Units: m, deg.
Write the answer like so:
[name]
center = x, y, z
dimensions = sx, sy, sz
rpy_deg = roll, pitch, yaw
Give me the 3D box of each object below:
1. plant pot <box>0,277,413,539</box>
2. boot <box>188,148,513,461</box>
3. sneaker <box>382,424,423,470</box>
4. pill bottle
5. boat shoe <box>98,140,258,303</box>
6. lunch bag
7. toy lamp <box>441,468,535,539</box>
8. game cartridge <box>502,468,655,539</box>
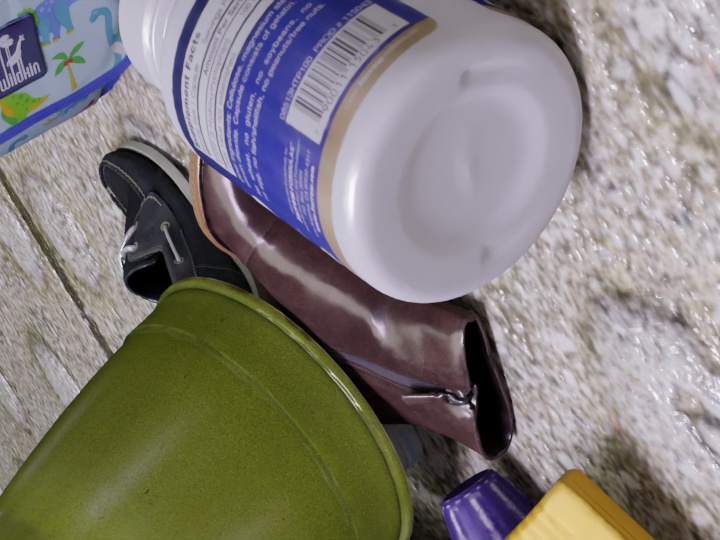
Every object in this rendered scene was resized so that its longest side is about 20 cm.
[plant pot]
center = -0.108, 0.141, 1.035
dimensions = 0.200, 0.193, 0.201
rpy_deg = 33, 147, 26
[boot]
center = 0.000, 0.000, 0.997
dimensions = 0.166, 0.072, 0.201
rpy_deg = 18, 137, 42
[sneaker]
center = -0.048, 0.088, 1.179
dimensions = 0.200, 0.082, 0.074
rpy_deg = 23, 141, 56
[pill bottle]
center = -0.014, -0.081, 0.798
dimensions = 0.200, 0.120, 0.120
rpy_deg = 37, 152, 44
[boat shoe]
center = -0.127, -0.017, 1.219
dimensions = 0.200, 0.067, 0.072
rpy_deg = 49, 158, 41
[lunch bag]
center = -0.228, -0.136, 1.129
dimensions = 0.128, 0.170, 0.200
rpy_deg = 55, 158, 6
[toy lamp]
center = 0.113, 0.197, 1.020
dimensions = 0.200, 0.058, 0.058
rpy_deg = 55, 160, -3
[game cartridge]
center = 0.102, 0.222, 0.909
dimensions = 0.176, 0.032, 0.200
rpy_deg = 42, 116, 9
